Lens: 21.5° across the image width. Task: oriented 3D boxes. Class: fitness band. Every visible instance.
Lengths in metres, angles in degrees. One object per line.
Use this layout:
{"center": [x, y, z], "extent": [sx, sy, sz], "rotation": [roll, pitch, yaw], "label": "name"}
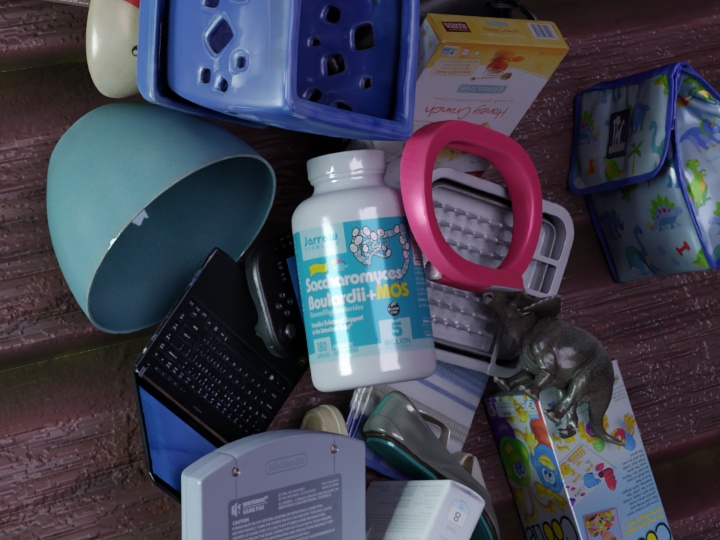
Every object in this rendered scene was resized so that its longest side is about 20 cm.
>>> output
{"center": [0.099, -0.055, 1.673], "extent": [0.199, 0.037, 0.145], "rotation": [13, 73, -52], "label": "fitness band"}

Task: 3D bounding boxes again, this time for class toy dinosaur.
{"center": [0.190, 0.089, 1.743], "extent": [0.200, 0.077, 0.103], "rotation": [39, 78, -12], "label": "toy dinosaur"}

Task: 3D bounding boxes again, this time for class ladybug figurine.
{"center": [-0.179, -0.236, 1.655], "extent": [0.071, 0.136, 0.201], "rotation": [7, 56, 13], "label": "ladybug figurine"}

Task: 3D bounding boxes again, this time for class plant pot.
{"center": [-0.073, -0.213, 1.571], "extent": [0.199, 0.179, 0.202], "rotation": [7, 85, -58], "label": "plant pot"}
{"center": [-0.190, -0.065, 1.623], "extent": [0.199, 0.201, 0.135], "rotation": [-32, 65, -27], "label": "plant pot"}

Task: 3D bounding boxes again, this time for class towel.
{"center": [0.059, 0.102, 1.798], "extent": [0.146, 0.024, 0.201], "rotation": [28, 78, -36], "label": "towel"}

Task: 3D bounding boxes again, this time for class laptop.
{"center": [-0.104, 0.118, 1.644], "extent": [0.201, 0.103, 0.177], "rotation": [-56, 136, -11], "label": "laptop"}

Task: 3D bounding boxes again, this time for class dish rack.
{"center": [0.100, 0.001, 1.769], "extent": [0.199, 0.043, 0.173], "rotation": [16, 93, -38], "label": "dish rack"}

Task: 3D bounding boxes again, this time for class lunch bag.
{"center": [0.299, -0.099, 1.883], "extent": [0.127, 0.170, 0.201], "rotation": [-23, 96, -28], "label": "lunch bag"}

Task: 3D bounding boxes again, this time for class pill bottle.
{"center": [0.000, 0.000, 1.644], "extent": [0.110, 0.111, 0.202], "rotation": [-6, 85, -28], "label": "pill bottle"}

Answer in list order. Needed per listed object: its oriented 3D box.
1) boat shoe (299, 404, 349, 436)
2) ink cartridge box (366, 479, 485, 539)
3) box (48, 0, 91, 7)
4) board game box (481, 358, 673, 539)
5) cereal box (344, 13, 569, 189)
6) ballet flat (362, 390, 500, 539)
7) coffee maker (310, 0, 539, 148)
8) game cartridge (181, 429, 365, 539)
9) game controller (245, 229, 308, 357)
{"center": [-0.056, 0.219, 1.716], "extent": [0.065, 0.072, 0.202], "rotation": [11, 85, -28], "label": "boat shoe"}
{"center": [0.021, 0.284, 1.697], "extent": [0.047, 0.160, 0.201], "rotation": [31, 71, -20], "label": "ink cartridge box"}
{"center": [-0.255, -0.336, 1.642], "extent": [0.099, 0.075, 0.202], "rotation": [10, 77, 8], "label": "box"}
{"center": [0.212, 0.199, 1.841], "extent": [0.104, 0.103, 0.202], "rotation": [-19, 93, -27], "label": "board game box"}
{"center": [0.079, -0.143, 1.696], "extent": [0.143, 0.200, 0.040], "rotation": [-3, 52, -33], "label": "cereal box"}
{"center": [0.079, 0.183, 1.768], "extent": [0.200, 0.067, 0.064], "rotation": [47, 59, -32], "label": "ballet flat"}
{"center": [0.029, -0.213, 1.737], "extent": [0.199, 0.192, 0.135], "rotation": [-34, 117, -25], "label": "coffee maker"}
{"center": [-0.073, 0.205, 1.616], "extent": [0.199, 0.040, 0.135], "rotation": [-7, 104, -46], "label": "game cartridge"}
{"center": [-0.036, 0.009, 1.717], "extent": [0.200, 0.042, 0.105], "rotation": [-24, 109, -57], "label": "game controller"}
